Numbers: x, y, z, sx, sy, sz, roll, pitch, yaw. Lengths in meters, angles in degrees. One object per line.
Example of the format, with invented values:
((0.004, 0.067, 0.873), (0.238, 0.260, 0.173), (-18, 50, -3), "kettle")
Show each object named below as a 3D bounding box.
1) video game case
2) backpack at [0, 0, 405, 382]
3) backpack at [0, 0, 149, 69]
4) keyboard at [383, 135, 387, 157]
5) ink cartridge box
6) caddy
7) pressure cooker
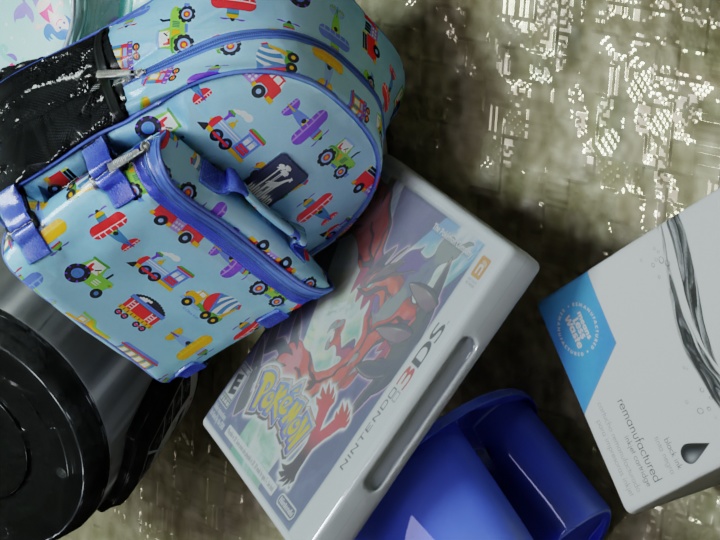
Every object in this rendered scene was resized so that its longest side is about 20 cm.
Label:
((-0.001, 0.041, 1.178), (0.182, 0.023, 0.200), (-56, 23, 3), "video game case")
((-0.073, -0.059, 1.204), (0.200, 0.183, 0.135), (-28, 45, 17), "backpack")
((-0.149, -0.150, 1.331), (0.200, 0.150, 0.178), (50, 127, 21), "backpack")
((0.000, 0.000, 1.295), (0.056, 0.011, 0.200), (-1, 96, 45), "keyboard")
((0.188, 0.020, 1.068), (0.200, 0.068, 0.116), (-36, 72, 42), "ink cartridge box")
((0.034, 0.146, 1.194), (0.105, 0.141, 0.200), (49, 127, 24), "caddy")
((-0.186, 0.043, 1.367), (0.176, 0.200, 0.179), (-5, 118, 28), "pressure cooker")
